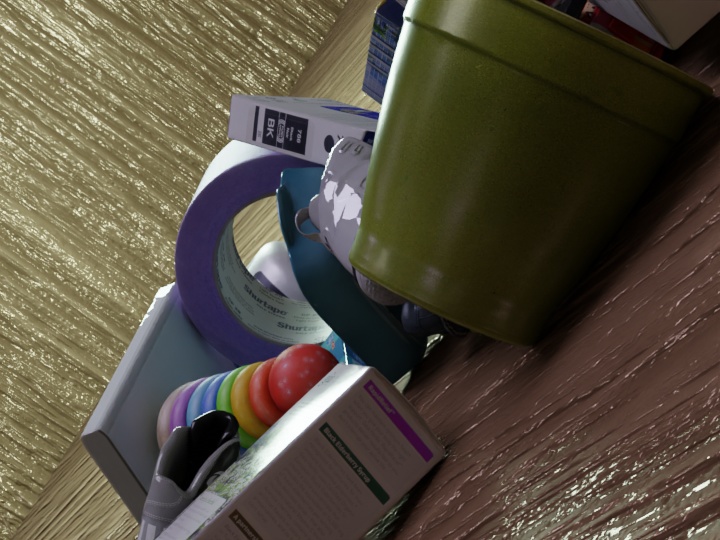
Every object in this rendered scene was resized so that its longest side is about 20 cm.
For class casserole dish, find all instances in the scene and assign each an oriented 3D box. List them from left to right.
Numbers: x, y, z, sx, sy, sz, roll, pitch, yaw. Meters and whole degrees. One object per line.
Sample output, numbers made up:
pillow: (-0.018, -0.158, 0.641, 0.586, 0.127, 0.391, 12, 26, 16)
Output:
casserole dish: (0.000, 0.000, 1.589, 0.039, 0.200, 0.122, -21, 52, 18)

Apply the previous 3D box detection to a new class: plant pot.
plant pot: (0.086, -0.065, 1.343, 0.200, 0.199, 0.194, -122, 57, -81)

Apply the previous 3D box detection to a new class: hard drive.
hard drive: (-0.149, 0.118, 1.732, 0.026, 0.132, 0.200, -20, 26, 25)

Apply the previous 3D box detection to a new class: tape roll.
tape roll: (-0.048, -0.016, 1.776, 0.200, 0.199, 0.085, -51, 10, 24)

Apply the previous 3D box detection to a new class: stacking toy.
stacking toy: (-0.075, 0.103, 1.603, 0.200, 0.085, 0.086, -28, 27, 57)

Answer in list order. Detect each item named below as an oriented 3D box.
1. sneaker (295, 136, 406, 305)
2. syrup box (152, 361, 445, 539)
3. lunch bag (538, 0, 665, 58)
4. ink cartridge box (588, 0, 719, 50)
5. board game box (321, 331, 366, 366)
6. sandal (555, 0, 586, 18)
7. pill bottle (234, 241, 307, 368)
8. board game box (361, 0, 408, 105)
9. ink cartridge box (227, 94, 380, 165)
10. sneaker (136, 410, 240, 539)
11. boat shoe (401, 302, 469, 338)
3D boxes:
sneaker: (0.048, -0.067, 1.486, 0.200, 0.075, 0.115, -40, 44, -18)
syrup box: (-0.047, 0.153, 1.388, 0.200, 0.082, 0.079, -42, 11, -13)
lunch bag: (0.178, -0.180, 1.571, 0.176, 0.082, 0.201, -41, 16, 56)
ink cartridge box: (0.199, -0.243, 1.436, 0.146, 0.083, 0.200, -41, 26, 1)
board game box: (-0.053, 0.148, 1.687, 0.201, 0.047, 0.151, -54, 9, 9)
sandal: (0.091, -0.152, 1.532, 0.075, 0.045, 0.200, -55, 14, -25)
pill bottle: (-0.069, 0.046, 1.949, 0.201, 0.111, 0.111, -53, 9, 11)
board game box: (0.090, -0.205, 1.662, 0.200, 0.062, 0.200, -46, -10, -15)
ink cartridge box: (-0.004, -0.098, 1.619, 0.199, 0.099, 0.040, 17, 104, 51)
sneaker: (-0.084, 0.150, 1.489, 0.200, 0.074, 0.117, -13, -68, -64)
boat shoe: (0.072, -0.020, 1.548, 0.061, 0.075, 0.201, -15, 35, 23)
